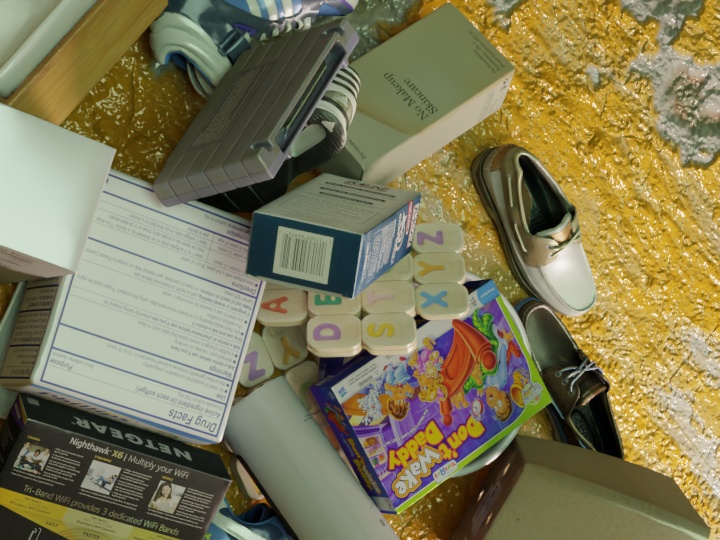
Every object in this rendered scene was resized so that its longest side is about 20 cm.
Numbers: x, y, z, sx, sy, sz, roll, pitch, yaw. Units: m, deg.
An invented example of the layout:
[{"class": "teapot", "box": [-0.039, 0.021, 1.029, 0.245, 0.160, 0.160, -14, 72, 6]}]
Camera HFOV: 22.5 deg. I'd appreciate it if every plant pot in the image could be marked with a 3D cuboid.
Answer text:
[{"class": "plant pot", "box": [0.194, 0.267, 1.746, 0.177, 0.200, 0.200, 29, 97, -4]}]

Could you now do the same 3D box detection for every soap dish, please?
[{"class": "soap dish", "box": [-0.270, -0.203, 1.565, 0.200, 0.157, 0.081, -51, 126, -20]}]

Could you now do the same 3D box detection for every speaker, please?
[{"class": "speaker", "box": [-0.046, 0.196, 1.647, 0.081, 0.081, 0.200, -32, 82, -25]}]

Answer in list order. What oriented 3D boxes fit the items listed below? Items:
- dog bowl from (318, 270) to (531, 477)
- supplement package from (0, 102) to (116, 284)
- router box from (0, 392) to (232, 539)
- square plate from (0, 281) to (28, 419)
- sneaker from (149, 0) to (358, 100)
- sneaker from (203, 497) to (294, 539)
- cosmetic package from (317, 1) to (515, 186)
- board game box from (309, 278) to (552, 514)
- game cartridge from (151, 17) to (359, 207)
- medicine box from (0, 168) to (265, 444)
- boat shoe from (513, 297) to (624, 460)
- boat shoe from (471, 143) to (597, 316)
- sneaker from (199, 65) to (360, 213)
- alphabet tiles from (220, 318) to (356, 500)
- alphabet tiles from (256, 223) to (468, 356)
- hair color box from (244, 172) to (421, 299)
[{"class": "dog bowl", "box": [0.063, 0.098, 1.746, 0.200, 0.079, 0.201, 2, 86, -29]}, {"class": "supplement package", "box": [-0.300, -0.060, 1.508, 0.109, 0.200, 0.114, 21, 78, -25]}, {"class": "router box", "box": [-0.235, 0.210, 1.577, 0.200, 0.052, 0.157, 21, 105, -26]}, {"class": "square plate", "box": [-0.232, 0.066, 1.635, 0.198, 0.028, 0.200, 28, 75, -24]}, {"class": "sneaker", "box": [-0.105, -0.224, 1.697, 0.200, 0.081, 0.147, 14, 91, -32]}, {"class": "sneaker", "box": [-0.073, 0.264, 1.685, 0.200, 0.074, 0.082, 22, 76, -26]}, {"class": "cosmetic package", "box": [0.040, -0.162, 1.745, 0.200, 0.073, 0.104, -36, 72, -26]}, {"class": "board game box", "box": [0.068, 0.115, 1.677, 0.200, 0.045, 0.135, -33, 102, -26]}, {"class": "game cartridge", "box": [-0.089, -0.135, 1.561, 0.038, 0.129, 0.200, 52, 44, -24]}, {"class": "medicine box", "box": [-0.194, 0.032, 1.584, 0.182, 0.103, 0.200, 21, 78, -26]}, {"class": "boat shoe", "box": [0.219, 0.116, 1.845, 0.072, 0.072, 0.200, -34, 103, -25]}, {"class": "boat shoe", "box": [0.186, -0.037, 1.838, 0.075, 0.068, 0.200, -41, 106, -23]}, {"class": "sneaker", "box": [-0.071, -0.128, 1.659, 0.076, 0.200, 0.115, 48, 43, -21]}, {"class": "alphabet tiles", "box": [-0.044, 0.135, 1.739, 0.200, 0.015, 0.196, -26, 100, -27]}, {"class": "alphabet tiles", "box": [0.000, 0.000, 1.681, 0.195, 0.015, 0.200, -2, 46, 1]}, {"class": "hair color box", "box": [-0.020, -0.033, 1.588, 0.100, 0.200, 0.061, 13, 106, 13]}]
